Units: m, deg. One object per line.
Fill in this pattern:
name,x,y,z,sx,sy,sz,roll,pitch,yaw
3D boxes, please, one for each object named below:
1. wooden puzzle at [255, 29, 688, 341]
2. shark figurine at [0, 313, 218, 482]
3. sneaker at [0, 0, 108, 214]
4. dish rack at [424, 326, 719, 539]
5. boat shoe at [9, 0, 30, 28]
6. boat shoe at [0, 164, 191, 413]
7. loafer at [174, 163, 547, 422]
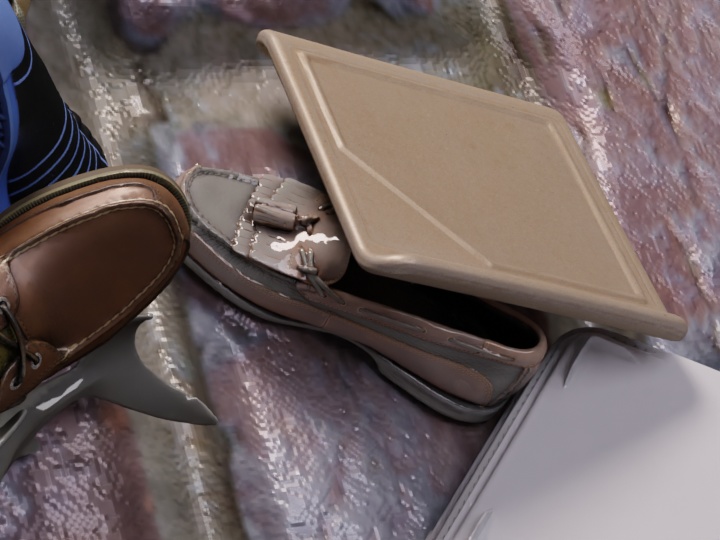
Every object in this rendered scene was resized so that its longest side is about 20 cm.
wooden puzzle,0.050,-0.038,1.222,0.185,0.037,0.200,13,32,-32
shark figurine,-0.155,0.103,1.050,0.090,0.128,0.215,66,29,-15
sneaker,-0.150,-0.053,1.071,0.070,0.200,0.078,17,42,23
dish rack,0.130,0.112,1.171,0.171,0.044,0.200,21,50,17
boat shoe,-0.180,-0.146,1.181,0.200,0.072,0.076,-32,96,-33
boat shoe,-0.153,0.030,1.015,0.072,0.200,0.068,57,2,-22
loafer,0.000,0.000,1.196,0.200,0.063,0.072,31,51,-12
